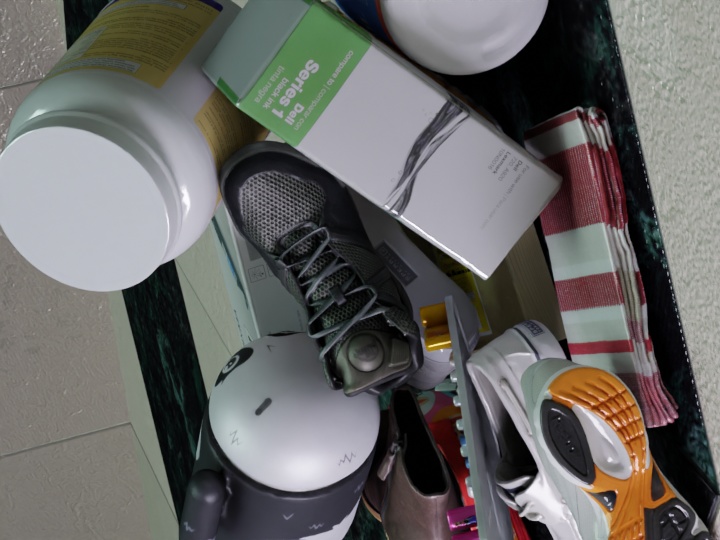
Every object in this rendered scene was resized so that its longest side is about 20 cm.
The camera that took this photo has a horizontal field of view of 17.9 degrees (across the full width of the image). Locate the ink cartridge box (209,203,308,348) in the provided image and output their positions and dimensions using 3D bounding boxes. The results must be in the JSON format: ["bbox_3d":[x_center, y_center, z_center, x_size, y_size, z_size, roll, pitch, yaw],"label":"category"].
[{"bbox_3d":[-0.085,-0.015,1.710,0.176,0.045,0.200,-125,19,-57],"label":"ink cartridge box"}]

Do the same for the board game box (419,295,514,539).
[{"bbox_3d":[0.079,0.152,1.536,0.200,0.026,0.200,71,-170,-52],"label":"board game box"}]

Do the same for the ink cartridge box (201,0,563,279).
[{"bbox_3d":[0.012,-0.093,1.437,0.200,0.084,0.146,35,-175,-18],"label":"ink cartridge box"}]

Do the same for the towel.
[{"bbox_3d":[0.147,0.001,1.427,0.144,0.023,0.200,165,93,-79],"label":"towel"}]

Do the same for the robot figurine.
[{"bbox_3d":[-0.055,0.128,1.607,0.200,0.125,0.150,105,173,-53],"label":"robot figurine"}]

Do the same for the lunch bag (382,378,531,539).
[{"bbox_3d":[0.073,0.192,1.786,0.176,0.082,0.200,103,150,-59],"label":"lunch bag"}]

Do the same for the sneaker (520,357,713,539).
[{"bbox_3d":[0.156,0.136,1.389,0.092,0.076,0.200,-132,19,-73],"label":"sneaker"}]

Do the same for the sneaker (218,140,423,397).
[{"bbox_3d":[-0.017,0.005,1.478,0.199,0.076,0.114,57,-176,-33],"label":"sneaker"}]

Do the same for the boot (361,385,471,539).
[{"bbox_3d":[0.039,0.135,1.624,0.166,0.072,0.200,85,171,-46],"label":"boot"}]

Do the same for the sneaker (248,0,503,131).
[{"bbox_3d":[-0.001,-0.125,1.562,0.200,0.077,0.078,36,-176,12],"label":"sneaker"}]

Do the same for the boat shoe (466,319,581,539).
[{"bbox_3d":[0.122,0.134,1.522,0.072,0.066,0.200,28,139,59],"label":"boat shoe"}]

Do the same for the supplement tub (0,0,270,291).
[{"bbox_3d":[-0.148,-0.090,1.519,0.200,0.145,0.145,-60,-29,-52],"label":"supplement tub"}]

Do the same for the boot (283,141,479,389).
[{"bbox_3d":[0.000,0.000,1.635,0.200,0.074,0.096,52,153,12],"label":"boot"}]

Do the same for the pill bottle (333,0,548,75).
[{"bbox_3d":[0.037,-0.199,1.472,0.200,0.112,0.112,-134,32,-66],"label":"pill bottle"}]

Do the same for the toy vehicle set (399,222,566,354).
[{"bbox_3d":[0.077,0.000,1.625,0.200,0.026,0.124,-15,92,69],"label":"toy vehicle set"}]
